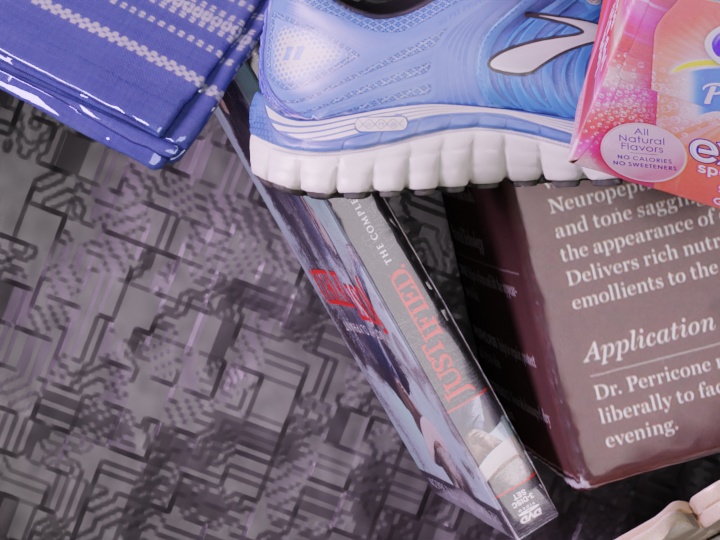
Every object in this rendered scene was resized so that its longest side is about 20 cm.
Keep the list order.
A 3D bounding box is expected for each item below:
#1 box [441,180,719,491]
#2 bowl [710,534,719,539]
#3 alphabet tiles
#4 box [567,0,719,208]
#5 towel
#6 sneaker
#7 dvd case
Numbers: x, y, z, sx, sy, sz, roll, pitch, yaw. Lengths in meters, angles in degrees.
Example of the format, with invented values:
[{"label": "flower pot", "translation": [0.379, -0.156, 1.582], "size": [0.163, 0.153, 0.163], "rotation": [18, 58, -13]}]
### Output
[{"label": "box", "translation": [0.118, -0.044, 0.903], "size": [0.166, 0.164, 0.200], "rotation": [-14, 94, -5]}, {"label": "bowl", "translation": [0.168, 0.182, 0.957], "size": [0.201, 0.090, 0.201], "rotation": [-1, 96, -9]}, {"label": "alphabet tiles", "translation": [0.071, 0.117, 0.888], "size": [0.200, 0.196, 0.015], "rotation": [-31, 78, 8]}, {"label": "box", "translation": [0.135, -0.115, 0.727], "size": [0.102, 0.095, 0.200], "rotation": [18, 51, 0]}, {"label": "towel", "translation": [-0.070, -0.138, 0.837], "size": [0.145, 0.024, 0.200], "rotation": [26, 67, 15]}, {"label": "sneaker", "translation": [0.064, -0.071, 0.774], "size": [0.200, 0.079, 0.089], "rotation": [-4, 96, -5]}, {"label": "dvd case", "translation": [0.000, 0.000, 0.902], "size": [0.022, 0.146, 0.200], "rotation": [-32, 97, -8]}]
